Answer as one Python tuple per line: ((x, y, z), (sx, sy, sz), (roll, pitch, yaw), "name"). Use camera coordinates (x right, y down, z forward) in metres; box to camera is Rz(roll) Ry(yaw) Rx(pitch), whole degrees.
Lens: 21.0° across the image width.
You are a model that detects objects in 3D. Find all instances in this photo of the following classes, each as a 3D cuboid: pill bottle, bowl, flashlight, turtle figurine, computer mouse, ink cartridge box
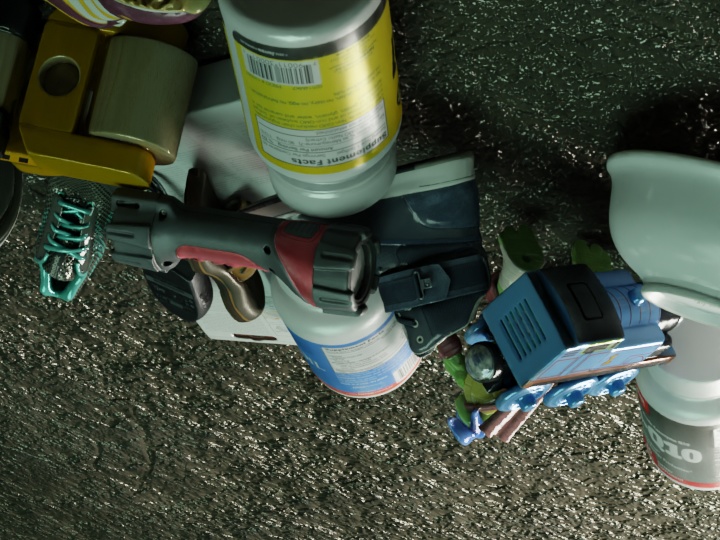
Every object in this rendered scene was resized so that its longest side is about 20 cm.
((0.290, 0.097, 1.639), (0.113, 0.114, 0.200), (7, 152, 16), "pill bottle")
((-0.014, 0.023, 1.644), (0.112, 0.113, 0.200), (7, 156, 16), "pill bottle")
((0.262, -0.011, 1.409), (0.200, 0.091, 0.201), (19, 174, 2), "bowl")
((-0.087, -0.012, 1.420), (0.199, 0.068, 0.068), (8, 169, 21), "flashlight")
((0.128, 0.032, 1.646), (0.144, 0.200, 0.194), (36, 133, 8), "turtle figurine")
((-0.159, -0.023, 1.635), (0.058, 0.034, 0.200), (25, 152, 20), "computer mouse")
((-0.030, -0.135, 1.339), (0.114, 0.115, 0.200), (8, 145, 13), "pill bottle")
((-0.117, -0.001, 1.737), (0.108, 0.051, 0.200), (4, 152, 21), "ink cartridge box")

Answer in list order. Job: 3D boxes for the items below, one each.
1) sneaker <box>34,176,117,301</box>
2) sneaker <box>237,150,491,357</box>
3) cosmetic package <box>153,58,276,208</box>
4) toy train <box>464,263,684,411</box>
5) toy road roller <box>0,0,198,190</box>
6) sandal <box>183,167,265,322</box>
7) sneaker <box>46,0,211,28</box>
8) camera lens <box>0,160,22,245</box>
((-0.247, -0.037, 1.689), (0.077, 0.092, 0.200), (15, 153, -2), "sneaker")
((0.000, 0.000, 1.465), (0.201, 0.147, 0.077), (-10, -172, 14), "sneaker")
((-0.095, -0.100, 1.534), (0.199, 0.052, 0.151), (-9, 144, 38), "cosmetic package")
((0.168, 0.048, 1.474), (0.199, 0.087, 0.114), (-5, 152, -43), "toy train")
((-0.220, -0.128, 1.482), (0.199, 0.124, 0.146), (11, 168, 10), "toy road roller")
((-0.100, -0.020, 1.558), (0.054, 0.082, 0.200), (-9, 148, 10), "sandal")
((-0.164, -0.203, 1.328), (0.199, 0.075, 0.090), (26, 166, 34), "sneaker")
((-0.395, -0.073, 1.621), (0.199, 0.161, 0.160), (-6, 146, 36), "camera lens")
